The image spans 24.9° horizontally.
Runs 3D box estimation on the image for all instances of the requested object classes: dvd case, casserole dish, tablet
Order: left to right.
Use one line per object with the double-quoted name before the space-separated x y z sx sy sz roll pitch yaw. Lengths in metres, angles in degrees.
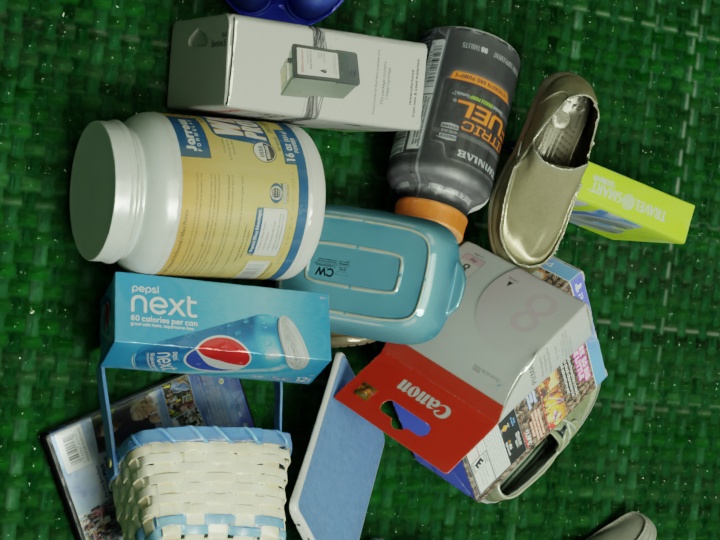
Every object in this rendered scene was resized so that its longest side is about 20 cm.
"dvd case" -0.186 0.180 1.524 0.199 0.018 0.143 -23 104 -27
"tablet" -0.021 0.189 1.540 0.201 0.014 0.130 -73 147 -46
"casserole dish" 0.000 0.000 1.525 0.039 0.199 0.122 25 77 -64

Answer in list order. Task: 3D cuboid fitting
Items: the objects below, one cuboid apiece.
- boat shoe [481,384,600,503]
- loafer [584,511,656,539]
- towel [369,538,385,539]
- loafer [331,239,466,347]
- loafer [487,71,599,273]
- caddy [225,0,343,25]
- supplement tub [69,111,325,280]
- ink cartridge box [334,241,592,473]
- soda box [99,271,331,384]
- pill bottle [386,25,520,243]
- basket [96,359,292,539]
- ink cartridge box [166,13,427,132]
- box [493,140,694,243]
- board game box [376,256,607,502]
"boat shoe" 0.194 0.171 1.707 0.200 0.062 0.072 -47 113 -20
"loafer" 0.235 0.320 1.733 0.200 0.070 0.070 -39 118 -21
"towel" -0.032 0.313 1.541 0.199 0.149 0.031 -20 102 -25
"loafer" 0.032 0.015 1.609 0.200 0.076 0.068 -29 103 -33
"loafer" 0.175 -0.092 1.552 0.075 0.068 0.201 14 95 -10
"caddy" -0.067 -0.327 1.518 0.141 0.105 0.201 7 89 -5
"supplement tub" -0.146 -0.066 1.461 0.199 0.144 0.146 2 92 -29
"ink cartridge box" 0.091 0.074 1.507 0.200 0.162 0.057 -38 135 -24
"soda box" -0.129 0.053 1.457 0.199 0.064 0.068 6 64 -19
"pill bottle" 0.086 -0.127 1.591 0.106 0.106 0.201 23 71 -28
"basket" -0.149 0.166 1.464 0.175 0.139 0.201 7 64 -22
"ink cartridge box" -0.061 -0.178 1.502 0.199 0.145 0.085 4 92 -28
"box" 0.230 -0.080 1.680 0.199 0.122 0.048 20 84 -28
"board game box" 0.135 0.097 1.618 0.200 0.097 0.160 -41 136 -21
